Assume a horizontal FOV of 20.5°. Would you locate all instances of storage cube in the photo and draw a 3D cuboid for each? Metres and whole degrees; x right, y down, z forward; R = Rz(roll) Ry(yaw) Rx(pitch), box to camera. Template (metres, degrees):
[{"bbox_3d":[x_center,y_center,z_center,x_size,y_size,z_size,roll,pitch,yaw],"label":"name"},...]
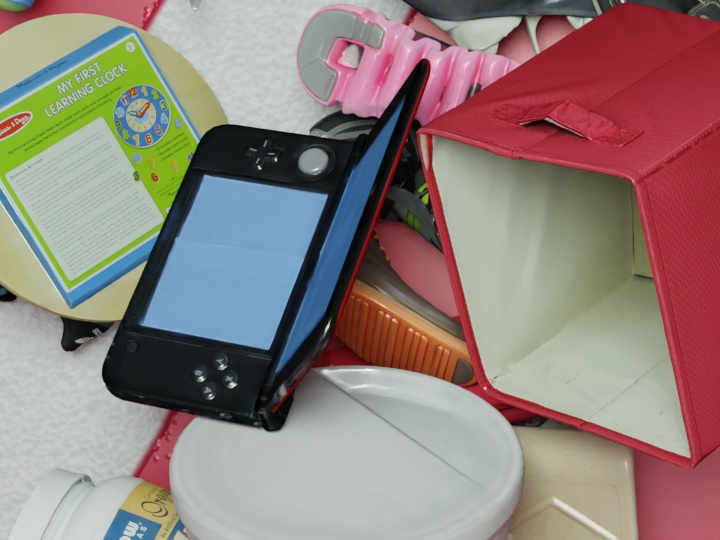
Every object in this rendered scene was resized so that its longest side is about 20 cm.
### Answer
[{"bbox_3d":[0.165,-0.027,1.109,0.179,0.170,0.201,-33,121,-30],"label":"storage cube"}]

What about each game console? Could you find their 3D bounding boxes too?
[{"bbox_3d":[-0.056,-0.024,1.146,0.171,0.119,0.201,10,58,19],"label":"game console"}]

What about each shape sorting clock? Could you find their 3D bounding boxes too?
[{"bbox_3d":[-0.170,-0.066,1.259,0.198,0.039,0.202,6,77,-28],"label":"shape sorting clock"}]

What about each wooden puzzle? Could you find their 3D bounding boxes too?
[{"bbox_3d":[0.089,0.192,1.233,0.184,0.046,0.202,1,102,24],"label":"wooden puzzle"}]

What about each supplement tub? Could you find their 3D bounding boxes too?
[{"bbox_3d":[-0.119,0.215,1.239,0.198,0.145,0.146,19,92,7],"label":"supplement tub"}]

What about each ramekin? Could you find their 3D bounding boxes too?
[{"bbox_3d":[-0.006,0.143,1.137,0.200,0.203,0.095,2,118,8],"label":"ramekin"}]

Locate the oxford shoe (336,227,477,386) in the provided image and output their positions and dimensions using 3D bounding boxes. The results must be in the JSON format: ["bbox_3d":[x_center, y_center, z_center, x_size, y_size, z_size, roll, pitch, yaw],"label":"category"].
[{"bbox_3d":[0.000,0.000,1.247,0.199,0.071,0.073,33,59,10],"label":"oxford shoe"}]

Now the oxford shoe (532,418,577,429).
[{"bbox_3d":[0.165,0.071,1.238,0.200,0.071,0.074,-44,82,5],"label":"oxford shoe"}]

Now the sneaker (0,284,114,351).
[{"bbox_3d":[-0.238,-0.028,1.293,0.200,0.071,0.080,38,90,5],"label":"sneaker"}]

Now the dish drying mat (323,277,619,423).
[{"bbox_3d":[0.071,0.063,1.250,0.198,0.018,0.077,-16,65,20],"label":"dish drying mat"}]

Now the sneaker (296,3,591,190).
[{"bbox_3d":[0.060,-0.107,1.237,0.199,0.095,0.079,30,102,14],"label":"sneaker"}]

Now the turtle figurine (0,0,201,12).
[{"bbox_3d":[-0.171,-0.260,1.252,0.143,0.200,0.196,8,86,-26],"label":"turtle figurine"}]

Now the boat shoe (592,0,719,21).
[{"bbox_3d":[0.203,-0.132,1.198,0.072,0.068,0.201,-33,99,-6],"label":"boat shoe"}]

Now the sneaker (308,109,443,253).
[{"bbox_3d":[0.055,-0.049,1.247,0.198,0.083,0.071,27,93,8],"label":"sneaker"}]

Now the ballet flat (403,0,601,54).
[{"bbox_3d":[0.100,-0.165,1.237,0.198,0.073,0.074,-1,90,-10],"label":"ballet flat"}]
